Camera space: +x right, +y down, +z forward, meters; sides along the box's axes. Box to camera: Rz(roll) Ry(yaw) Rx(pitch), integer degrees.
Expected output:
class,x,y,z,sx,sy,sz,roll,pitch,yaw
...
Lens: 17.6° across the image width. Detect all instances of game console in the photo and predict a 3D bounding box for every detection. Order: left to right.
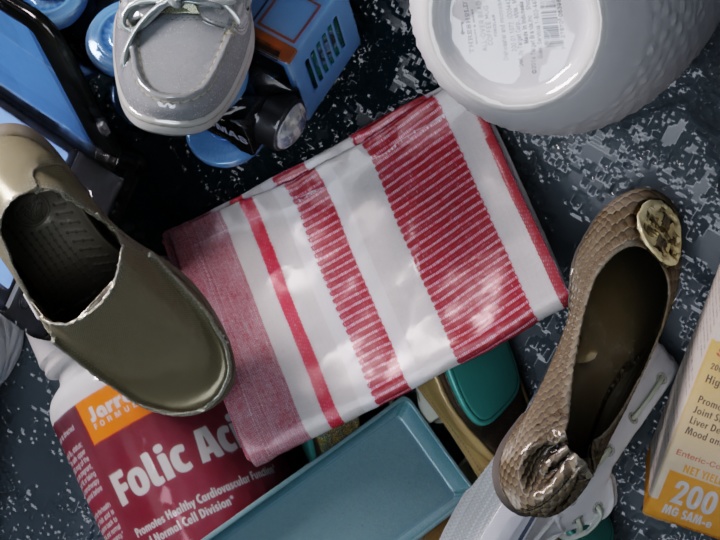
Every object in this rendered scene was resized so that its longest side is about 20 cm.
class,x,y,z,sx,sy,sz,roll,pitch,yaw
game console,-0.226,-0.083,1.283,0.200,0.116,0.176,33,102,36

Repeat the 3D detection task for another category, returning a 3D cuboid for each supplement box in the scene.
class,x,y,z,sx,sy,sz,roll,pitch,yaw
supplement box,0.237,0.049,1.210,0.125,0.074,0.201,18,112,2

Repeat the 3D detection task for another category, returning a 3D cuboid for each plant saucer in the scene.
class,x,y,z,sx,sy,sz,roll,pitch,yaw
plant saucer,-0.031,0.149,1.261,0.070,0.200,0.019,54,156,4

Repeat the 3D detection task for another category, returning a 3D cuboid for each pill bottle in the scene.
class,x,y,z,sx,sy,sz,roll,pitch,yaw
pill bottle,-0.107,0.101,1.325,0.114,0.114,0.201,-31,79,26

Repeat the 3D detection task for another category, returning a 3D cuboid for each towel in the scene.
class,x,y,z,sx,sy,sz,roll,pitch,yaw
towel,0.000,0.000,1.269,0.199,0.023,0.145,-27,72,12

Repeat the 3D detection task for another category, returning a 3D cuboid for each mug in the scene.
class,x,y,z,sx,sy,sz,roll,pitch,yaw
mug,0.100,-0.165,1.146,0.147,0.175,0.201,11,110,16

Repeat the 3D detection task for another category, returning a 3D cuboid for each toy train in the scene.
class,x,y,z,sx,sy,sz,roll,pitch,yaw
toy train,-0.101,-0.139,1.267,0.199,0.087,0.114,29,73,20

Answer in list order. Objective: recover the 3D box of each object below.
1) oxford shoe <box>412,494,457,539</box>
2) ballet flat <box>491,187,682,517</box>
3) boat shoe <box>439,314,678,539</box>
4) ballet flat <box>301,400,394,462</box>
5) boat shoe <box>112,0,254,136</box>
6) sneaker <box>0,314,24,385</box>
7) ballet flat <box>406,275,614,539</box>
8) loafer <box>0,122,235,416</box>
class,x,y,z,sx,sy,sz,roll,pitch,yaw
oxford shoe,0.067,0.221,1.330,0.075,0.058,0.201,-22,109,-17
ballet flat,0.127,0.040,1.205,0.067,0.200,0.046,39,152,-20
boat shoe,0.108,0.110,1.239,0.067,0.074,0.200,36,75,-11
ballet flat,-0.004,0.110,1.339,0.070,0.071,0.201,-8,106,22
boat shoe,-0.087,-0.163,1.195,0.074,0.203,0.065,6,151,9
sneaker,-0.261,0.106,1.419,0.070,0.080,0.201,17,113,12
ballet flat,0.067,0.089,1.303,0.063,0.069,0.201,-27,95,41
loafer,-0.137,0.012,1.211,0.076,0.068,0.200,-40,116,7
